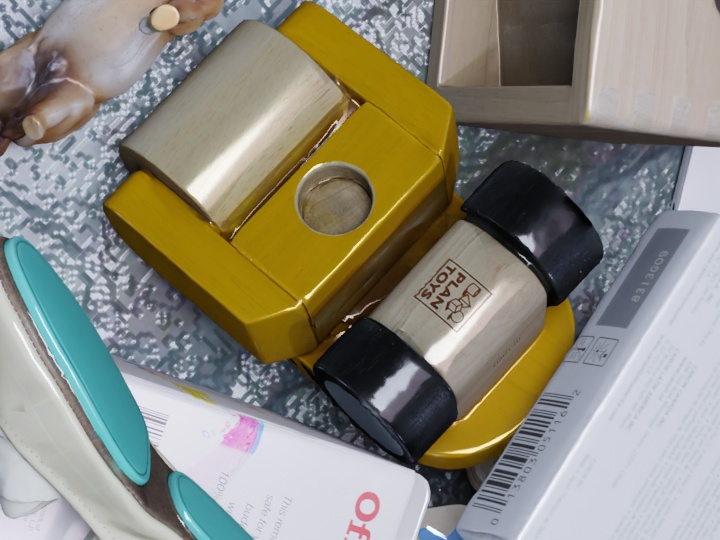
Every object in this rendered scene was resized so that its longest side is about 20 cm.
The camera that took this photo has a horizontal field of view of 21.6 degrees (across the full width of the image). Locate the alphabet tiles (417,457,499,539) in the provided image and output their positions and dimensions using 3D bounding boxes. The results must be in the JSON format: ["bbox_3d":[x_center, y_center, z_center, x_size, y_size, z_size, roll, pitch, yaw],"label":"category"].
[{"bbox_3d":[0.111,0.146,0.820,0.195,0.015,0.201,-6,58,-15],"label":"alphabet tiles"}]

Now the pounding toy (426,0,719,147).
[{"bbox_3d":[0.136,-0.154,0.794,0.141,0.184,0.201,5,93,-23],"label":"pounding toy"}]

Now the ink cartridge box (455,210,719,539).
[{"bbox_3d":[0.155,0.098,0.779,0.200,0.047,0.160,42,72,-25],"label":"ink cartridge box"}]

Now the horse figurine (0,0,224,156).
[{"bbox_3d":[-0.104,-0.087,0.747,0.200,0.133,0.050,-38,97,4],"label":"horse figurine"}]

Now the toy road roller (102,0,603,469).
[{"bbox_3d":[0.000,0.000,0.806,0.200,0.146,0.123,40,77,17],"label":"toy road roller"}]

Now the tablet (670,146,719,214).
[{"bbox_3d":[0.243,-0.025,0.943,0.199,0.014,0.131,14,90,-22],"label":"tablet"}]

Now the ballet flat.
[{"bbox_3d":[-0.089,0.081,0.659,0.069,0.069,0.200,-40,108,-14],"label":"ballet flat"}]

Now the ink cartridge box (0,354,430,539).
[{"bbox_3d":[-0.083,0.109,0.762,0.199,0.125,0.129,22,87,-22],"label":"ink cartridge box"}]
